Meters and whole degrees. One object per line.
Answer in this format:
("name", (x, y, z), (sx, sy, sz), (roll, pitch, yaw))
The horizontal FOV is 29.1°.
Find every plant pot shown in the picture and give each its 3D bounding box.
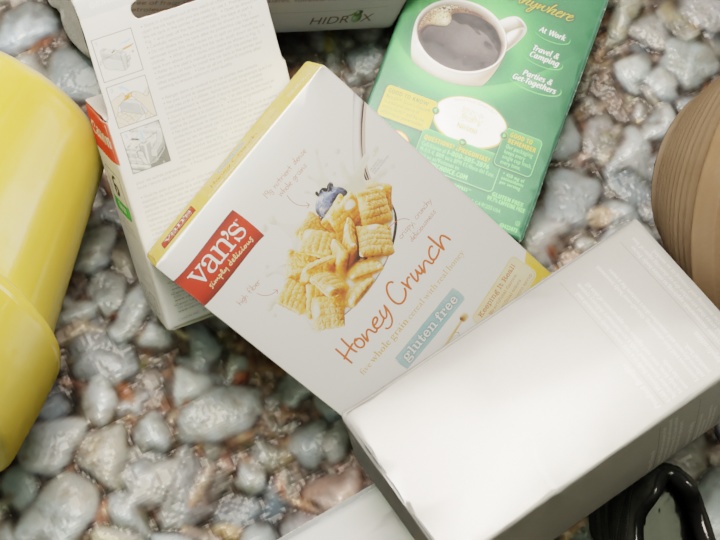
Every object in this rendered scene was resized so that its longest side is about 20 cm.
("plant pot", (0.235, -0.049, 0.809), (0.093, 0.201, 0.201), (20, 73, 44))
("plant pot", (-0.239, -0.016, 0.768), (0.200, 0.201, 0.189), (23, 61, 4))

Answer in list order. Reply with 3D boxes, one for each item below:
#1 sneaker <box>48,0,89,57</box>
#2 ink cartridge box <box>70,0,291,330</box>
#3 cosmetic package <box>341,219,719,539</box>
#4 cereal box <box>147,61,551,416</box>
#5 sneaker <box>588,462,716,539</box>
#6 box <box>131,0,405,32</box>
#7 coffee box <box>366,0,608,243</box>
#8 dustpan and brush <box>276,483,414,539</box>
("sneaker", (-0.120, -0.160, 0.865), (0.105, 0.076, 0.200), (-33, 84, -24))
("ink cartridge box", (-0.091, -0.077, 0.784), (0.109, 0.050, 0.201), (-22, 118, -17))
("cosmetic package", (0.101, 0.076, 0.748), (0.200, 0.090, 0.107), (-33, 63, -6))
("cereal box", (0.000, 0.000, 0.786), (0.200, 0.040, 0.144), (40, 89, -21))
("sneaker", (0.175, 0.202, 0.772), (0.076, 0.091, 0.201), (-12, 79, -7))
("box", (-0.066, -0.261, 0.793), (0.199, 0.171, 0.200), (-7, 67, -24))
("coffee box", (0.075, -0.122, 0.868), (0.123, 0.044, 0.201), (19, 77, 2))
("dustpan and brush", (0.049, 0.218, 0.790), (0.139, 0.057, 0.200), (-30, 73, 2))
